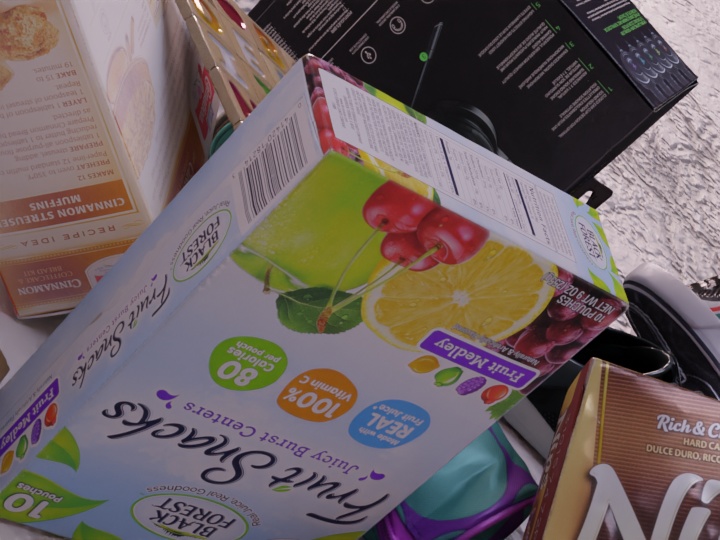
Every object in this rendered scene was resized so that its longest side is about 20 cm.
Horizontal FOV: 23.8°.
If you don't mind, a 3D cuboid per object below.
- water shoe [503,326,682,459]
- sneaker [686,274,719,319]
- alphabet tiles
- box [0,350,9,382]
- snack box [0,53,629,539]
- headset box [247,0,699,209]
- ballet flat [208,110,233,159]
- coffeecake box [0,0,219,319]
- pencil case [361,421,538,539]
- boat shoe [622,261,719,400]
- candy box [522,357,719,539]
[{"bbox_3d":[0.143,0.083,0.897,0.200,0.079,0.072,42,29,-10],"label":"water shoe"},{"bbox_3d":[0.245,0.047,1.078,0.200,0.070,0.094,-3,75,-82],"label":"sneaker"},{"bbox_3d":[-0.016,-0.044,0.728,0.166,0.006,0.201,40,18,-48],"label":"alphabet tiles"},{"bbox_3d":[-0.192,-0.007,0.531,0.164,0.021,0.201,-65,137,-58],"label":"box"},{"bbox_3d":[-0.023,0.032,0.610,0.142,0.200,0.053,26,35,-34],"label":"snack box"},{"bbox_3d":[0.054,-0.103,0.908,0.200,0.174,0.093,49,29,5],"label":"headset box"},{"bbox_3d":[0.000,0.000,0.825,0.200,0.067,0.064,54,19,10],"label":"ballet flat"},{"bbox_3d":[-0.123,-0.109,0.679,0.154,0.073,0.201,-86,163,-54],"label":"coffeecake box"},{"bbox_3d":[-0.007,0.043,0.740,0.201,0.085,0.092,55,28,13],"label":"pencil case"},{"bbox_3d":[0.198,0.088,0.976,0.201,0.068,0.072,58,-7,16],"label":"boat shoe"},{"bbox_3d":[0.164,0.124,0.671,0.199,0.057,0.117,20,68,1],"label":"candy box"}]
